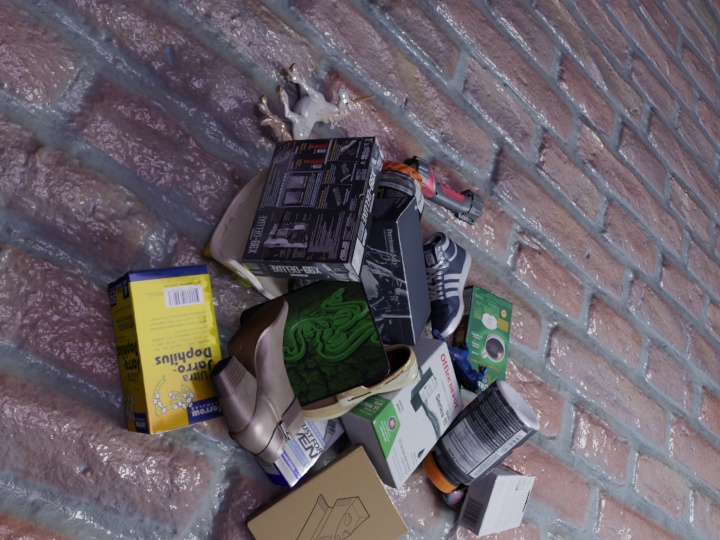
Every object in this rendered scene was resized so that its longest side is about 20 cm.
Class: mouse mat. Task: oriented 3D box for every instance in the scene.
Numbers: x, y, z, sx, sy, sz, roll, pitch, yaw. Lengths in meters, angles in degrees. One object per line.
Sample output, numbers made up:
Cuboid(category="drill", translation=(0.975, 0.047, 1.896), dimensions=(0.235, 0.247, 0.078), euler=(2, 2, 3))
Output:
Cuboid(category="mouse mat", translation=(-0.070, 0.103, 0.862), dimensions=(0.008, 0.198, 0.163), euler=(27, 43, -74))

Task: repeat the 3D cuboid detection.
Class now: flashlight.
Cuboid(category="flashlight", translation=(0.166, -0.161, 1.204), dimensions=(0.198, 0.068, 0.069), euler=(19, 40, -34))

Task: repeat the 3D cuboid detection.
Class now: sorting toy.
Cuboid(category="sorting toy", translation=(-0.130, -0.030, 0.941), dimensions=(0.180, 0.106, 0.202), euler=(46, 50, -33))

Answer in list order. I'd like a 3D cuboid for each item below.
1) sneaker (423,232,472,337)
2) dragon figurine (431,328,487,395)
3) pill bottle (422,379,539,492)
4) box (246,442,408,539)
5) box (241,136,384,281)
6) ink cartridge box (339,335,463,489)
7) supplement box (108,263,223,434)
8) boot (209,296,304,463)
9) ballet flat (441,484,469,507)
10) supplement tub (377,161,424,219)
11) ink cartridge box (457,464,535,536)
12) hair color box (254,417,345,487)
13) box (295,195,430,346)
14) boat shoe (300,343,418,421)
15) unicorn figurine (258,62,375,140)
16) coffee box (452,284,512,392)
Cuboid(category="sneaker", translation=(0.146, 0.021, 1.144), dimensions=(0.108, 0.070, 0.202), euler=(39, 53, -29))
Cuboid(category="dragon figurine", translation=(0.180, 0.189, 1.077), dimensions=(0.201, 0.059, 0.099), euler=(57, 34, 3))
Cuboid(category="pill bottle", translation=(0.197, 0.288, 1.027), dimensions=(0.106, 0.200, 0.106), euler=(41, 16, -14))
Cuboid(category="box", translation=(-0.045, 0.382, 0.906), dimensions=(0.198, 0.021, 0.165), euler=(-31, 101, -12))
Cuboid(category="box", translation=(-0.062, -0.087, 0.828), dimensions=(0.050, 0.155, 0.203), euler=(57, 38, -57))
Cuboid(category="ink cartridge box", translation=(0.071, 0.219, 0.974), dimensions=(0.200, 0.082, 0.148), euler=(-41, 123, -36))
Cuboid(category="supplement box", translation=(-0.257, 0.103, 0.804), dimensions=(0.108, 0.108, 0.203), euler=(-7, 84, -36))
Cuboid(category="boot", translation=(-0.121, 0.149, 0.819), dimensions=(0.147, 0.070, 0.201), euler=(59, 39, -20))
Cuboid(category="ballet flat", translation=(0.211, 0.341, 1.120), dimensions=(0.068, 0.072, 0.201), euler=(26, 58, 21))
Cuboid(category="supplement tub", translation=(0.041, -0.080, 1.056), dimensions=(0.122, 0.122, 0.203), euler=(29, 65, -28))
Cuboid(category="ink cartridge box", translation=(0.258, 0.423, 1.128), dimensions=(0.199, 0.050, 0.110), euler=(24, 85, -52))
Cuboid(category="hair color box", translation=(-0.081, 0.221, 0.940), dimensions=(0.200, 0.064, 0.110), euler=(-41, 104, -37))
Cuboid(category="box", translation=(0.000, 0.000, 0.920), dimensions=(0.104, 0.179, 0.203), euler=(-54, 138, -57))
Cuboid(category="boat shoe", translation=(-0.010, 0.155, 0.883), dimensions=(0.198, 0.067, 0.074), euler=(-22, 55, -11))
Cuboid(category="unicorn figurine", translation=(-0.090, -0.283, 1.042), dimensions=(0.138, 0.073, 0.201), euler=(47, 71, -30))
Cuboid(category="coffee box", translation=(0.241, 0.143, 1.206), dimensions=(0.122, 0.044, 0.203), euler=(22, 67, -30))
